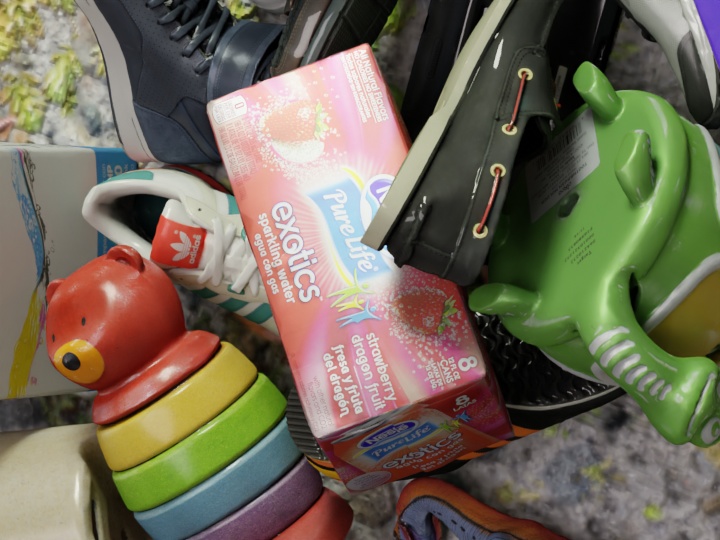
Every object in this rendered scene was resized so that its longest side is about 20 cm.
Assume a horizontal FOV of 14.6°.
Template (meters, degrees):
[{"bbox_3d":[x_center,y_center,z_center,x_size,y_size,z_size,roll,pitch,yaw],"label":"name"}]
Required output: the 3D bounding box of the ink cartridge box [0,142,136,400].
[{"bbox_3d":[-0.243,-0.002,1.607,0.147,0.200,0.145,3,94,30],"label":"ink cartridge box"}]

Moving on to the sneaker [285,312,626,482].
[{"bbox_3d":[0.062,0.066,1.510,0.199,0.090,0.070,-16,66,5],"label":"sneaker"}]

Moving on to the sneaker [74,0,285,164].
[{"bbox_3d":[-0.081,-0.140,1.543,0.146,0.077,0.203,10,134,32],"label":"sneaker"}]

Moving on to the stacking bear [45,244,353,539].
[{"bbox_3d":[-0.100,0.082,1.540,0.121,0.114,0.200,-24,103,45],"label":"stacking bear"}]

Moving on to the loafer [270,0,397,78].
[{"bbox_3d":[0.000,-0.184,1.511,0.063,0.072,0.200,27,81,19],"label":"loafer"}]

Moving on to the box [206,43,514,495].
[{"bbox_3d":[0.000,0.000,1.444,0.095,0.100,0.201,-20,66,3],"label":"box"}]

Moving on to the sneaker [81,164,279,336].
[{"bbox_3d":[-0.069,-0.003,1.566,0.199,0.093,0.071,27,105,27],"label":"sneaker"}]

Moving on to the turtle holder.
[{"bbox_3d":[0.144,-0.005,1.393,0.141,0.132,0.185,-57,26,0],"label":"turtle holder"}]

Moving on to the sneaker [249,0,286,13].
[{"bbox_3d":[-0.052,-0.240,1.536,0.074,0.115,0.201,20,103,27],"label":"sneaker"}]

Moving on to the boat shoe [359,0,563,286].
[{"bbox_3d":[0.065,-0.076,1.395,0.063,0.202,0.074,27,144,-1],"label":"boat shoe"}]

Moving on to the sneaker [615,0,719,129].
[{"bbox_3d":[0.142,-0.161,1.441,0.079,0.074,0.201,-27,79,21],"label":"sneaker"}]

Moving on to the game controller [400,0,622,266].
[{"bbox_3d":[0.078,-0.103,1.514,0.104,0.042,0.201,18,102,14],"label":"game controller"}]

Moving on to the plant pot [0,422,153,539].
[{"bbox_3d":[-0.207,0.170,1.614,0.183,0.200,0.201,-14,85,19],"label":"plant pot"}]

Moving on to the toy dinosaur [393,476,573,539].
[{"bbox_3d":[0.100,0.167,1.504,0.200,0.105,0.182,-28,59,-9],"label":"toy dinosaur"}]

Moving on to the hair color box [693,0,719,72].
[{"bbox_3d":[0.213,-0.127,1.385,0.065,0.109,0.201,-26,78,28],"label":"hair color box"}]
